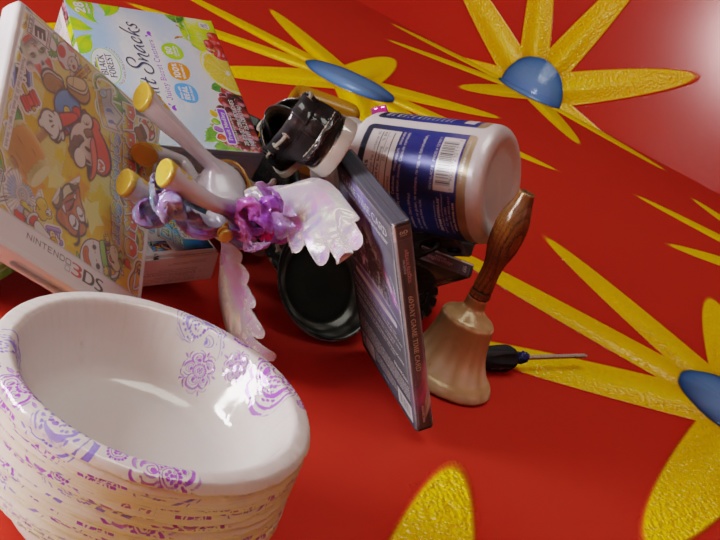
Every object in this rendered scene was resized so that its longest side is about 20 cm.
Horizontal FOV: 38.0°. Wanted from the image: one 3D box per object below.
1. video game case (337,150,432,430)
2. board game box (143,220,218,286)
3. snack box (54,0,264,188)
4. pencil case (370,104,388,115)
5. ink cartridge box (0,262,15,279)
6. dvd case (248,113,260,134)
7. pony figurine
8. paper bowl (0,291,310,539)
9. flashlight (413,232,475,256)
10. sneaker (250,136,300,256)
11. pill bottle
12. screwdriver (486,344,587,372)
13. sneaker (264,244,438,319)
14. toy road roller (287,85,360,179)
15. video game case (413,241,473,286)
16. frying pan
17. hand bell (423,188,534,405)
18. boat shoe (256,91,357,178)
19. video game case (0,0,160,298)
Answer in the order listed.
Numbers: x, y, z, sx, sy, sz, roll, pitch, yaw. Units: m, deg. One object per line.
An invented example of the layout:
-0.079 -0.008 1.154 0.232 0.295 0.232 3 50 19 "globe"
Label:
0.020 0.016 0.899 0.019 0.203 0.143 -15 32 -13 "video game case"
-0.234 -0.058 0.980 0.125 0.035 0.200 -6 40 -39 "board game box"
-0.205 -0.171 1.037 0.166 0.068 0.202 2 48 -33 "snack box"
0.061 -0.104 1.276 0.088 0.088 0.201 43 -7 43 "pencil case"
-0.291 -0.110 0.813 0.074 0.204 0.148 9 25 16 "ink cartridge box"
-0.212 -0.164 1.189 0.197 0.143 0.018 25 58 1 "dvd case"
-0.105 -0.047 0.880 0.199 0.166 0.195 28 26 -42 "pony figurine"
-0.137 0.106 0.633 0.197 0.106 0.201 20 21 -8 "paper bowl"
0.051 -0.057 1.176 0.198 0.068 0.068 0 -48 49 "flashlight"
-0.132 -0.118 1.126 0.200 0.112 0.073 45 14 28 "sneaker"
0.053 -0.099 1.057 0.197 0.118 0.115 12 13 29 "pill bottle"
0.191 0.091 1.135 0.197 0.030 0.028 -2 32 -41 "screwdriver"
-0.021 0.001 1.086 0.197 0.079 0.086 25 -3 -22 "sneaker"
-0.066 -0.160 1.302 0.121 0.148 0.201 17 21 -17 "toy road roller"
0.012 -0.026 1.149 0.197 0.019 0.143 21 -10 -11 "video game case"
-0.011 -0.013 1.024 0.190 0.031 0.116 -45 107 -31 "frying pan"
0.116 0.015 0.999 0.102 0.203 0.104 19 20 -8 "hand bell"
-0.061 -0.124 0.931 0.060 0.075 0.200 34 0 -18 "boat shoe"
-0.228 -0.078 0.827 0.182 0.022 0.204 43 41 -52 "video game case"
